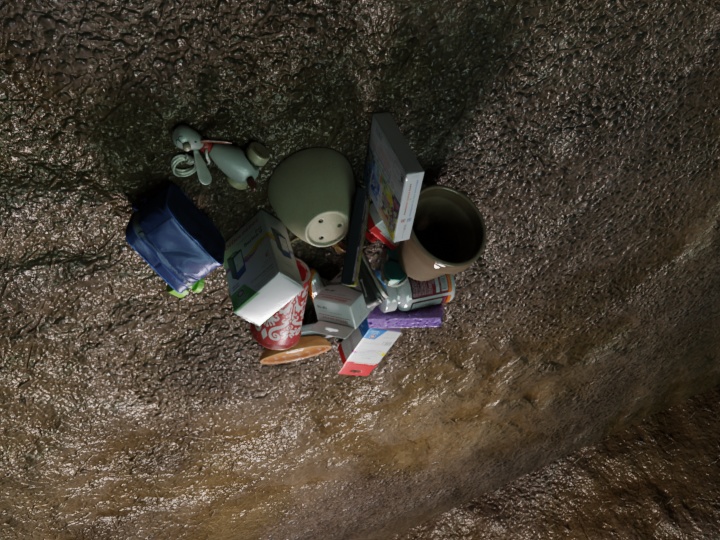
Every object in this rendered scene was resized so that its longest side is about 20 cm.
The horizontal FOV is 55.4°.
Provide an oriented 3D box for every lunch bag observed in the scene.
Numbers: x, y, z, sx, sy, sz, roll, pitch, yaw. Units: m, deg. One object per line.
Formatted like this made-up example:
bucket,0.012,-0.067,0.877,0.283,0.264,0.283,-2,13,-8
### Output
lunch bag,-0.384,-0.064,1.389,0.131,0.137,0.201,-34,117,12

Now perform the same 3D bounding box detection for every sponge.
sponge,0.123,0.118,1.835,0.195,0.112,0.031,-2,110,12

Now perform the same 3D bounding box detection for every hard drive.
hard drive,-0.140,0.167,1.837,0.195,0.027,0.132,-9,166,-18

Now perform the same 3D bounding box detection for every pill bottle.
pill bottle,0.144,0.046,1.819,0.195,0.111,0.111,-10,140,-17

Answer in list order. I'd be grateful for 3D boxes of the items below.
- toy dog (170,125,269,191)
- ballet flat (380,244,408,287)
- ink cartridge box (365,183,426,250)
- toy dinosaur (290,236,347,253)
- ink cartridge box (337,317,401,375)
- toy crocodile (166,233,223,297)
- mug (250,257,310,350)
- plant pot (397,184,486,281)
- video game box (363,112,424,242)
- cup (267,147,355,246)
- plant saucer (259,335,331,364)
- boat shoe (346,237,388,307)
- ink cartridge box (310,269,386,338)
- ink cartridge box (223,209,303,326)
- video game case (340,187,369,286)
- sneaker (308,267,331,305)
toy dog,-0.269,-0.208,1.340,0.196,0.097,0.133,0,135,-26
ballet flat,0.079,-0.002,1.665,0.070,0.201,0.073,2,121,3
ink cartridge box,0.083,-0.127,1.630,0.199,0.068,0.116,-38,140,16
toy dinosaur,-0.091,-0.082,1.579,0.105,0.198,0.062,-31,117,-36
ink cartridge box,0.015,0.212,1.962,0.114,0.068,0.201,10,130,-34
toy crocodile,-0.372,-0.014,1.541,0.067,0.062,0.201,16,122,-38
mug,-0.209,0.077,1.665,0.174,0.135,0.203,-4,134,-26
plant pot,0.163,-0.065,1.564,0.196,0.205,0.175,-4,157,-22
video game box,0.065,-0.196,1.440,0.046,0.202,0.184,-8,139,-19
cup,-0.090,-0.137,1.472,0.196,0.145,0.203,-13,140,-11
plant saucer,-0.177,0.212,1.849,0.195,0.038,0.200,-13,167,-3
boat shoe,0.000,0.000,1.622,0.056,0.202,0.067,-33,146,7
ink cartridge box,-0.033,0.073,1.665,0.200,0.114,0.068,-46,134,-44
ink cartridge box,-0.220,-0.008,1.507,0.144,0.202,0.087,-38,136,19
video game case,-0.009,-0.067,1.502,0.025,0.205,0.181,9,179,4
sneaker,-0.089,0.045,1.743,0.091,0.076,0.201,-27,149,-7
